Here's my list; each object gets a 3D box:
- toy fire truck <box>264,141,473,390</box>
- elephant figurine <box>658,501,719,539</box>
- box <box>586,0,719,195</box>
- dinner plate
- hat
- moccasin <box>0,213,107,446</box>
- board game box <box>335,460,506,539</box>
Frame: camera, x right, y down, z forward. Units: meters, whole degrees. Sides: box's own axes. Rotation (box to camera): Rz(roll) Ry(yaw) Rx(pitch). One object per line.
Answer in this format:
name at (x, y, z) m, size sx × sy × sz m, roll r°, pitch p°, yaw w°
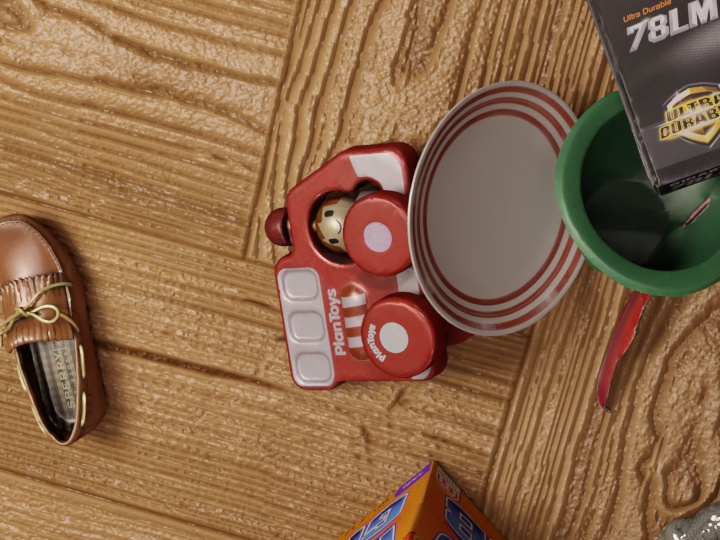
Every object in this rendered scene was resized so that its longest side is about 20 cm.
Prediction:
toy fire truck at (0.000, 0.000, 1.331) m, size 0.168 × 0.112 × 0.200 m, roll -4°, pitch 104°, yaw 28°
elephant figurine at (0.368, 0.202, 1.318) m, size 0.141 × 0.155 × 0.200 m, roll 5°, pitch 124°, yaw -37°
box at (0.283, -0.182, 1.230) m, size 0.200 × 0.050 × 0.199 m, roll -19°, pitch 79°, yaw 12°
dinner plate at (0.109, -0.049, 1.280) m, size 0.024 × 0.200 × 0.201 m, roll 13°, pitch 112°, yaw 50°
hat at (0.209, -0.029, 1.332) m, size 0.166 × 0.176 × 0.200 m, roll 34°, pitch 69°, yaw 1°
moccasin at (-0.272, 0.051, 1.390) m, size 0.073 × 0.078 × 0.202 m, roll -6°, pitch 103°, yaw 10°
board game box at (0.044, 0.321, 1.351) m, size 0.200 × 0.200 × 0.200 m, roll -41°, pitch 95°, yaw 16°
